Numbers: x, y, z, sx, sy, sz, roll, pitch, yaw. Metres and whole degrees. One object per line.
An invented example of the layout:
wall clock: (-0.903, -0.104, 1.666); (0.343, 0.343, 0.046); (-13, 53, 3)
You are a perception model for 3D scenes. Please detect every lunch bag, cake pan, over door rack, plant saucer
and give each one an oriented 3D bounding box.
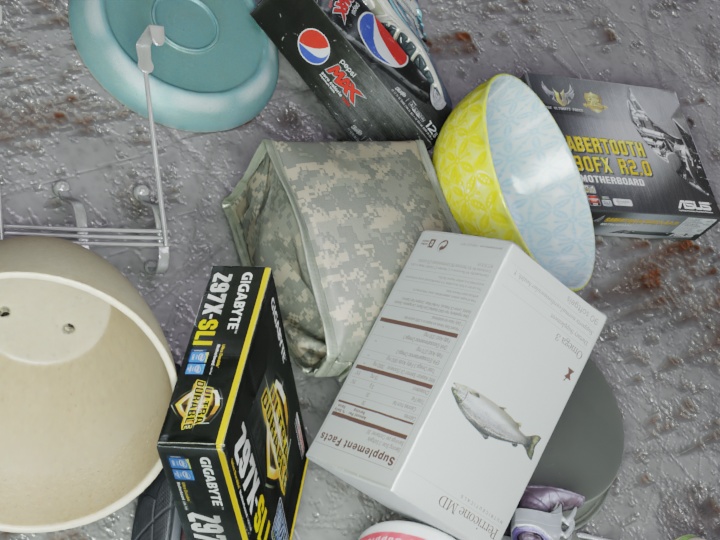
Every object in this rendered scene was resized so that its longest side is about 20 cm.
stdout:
lunch bag: (0.000, 0.000, 1.187); (0.163, 0.118, 0.201); (-4, 59, -33)
cake pan: (0.145, 0.127, 1.246); (0.199, 0.037, 0.201); (15, 55, -22)
over door rack: (-0.226, -0.096, 1.134); (0.147, 0.067, 0.201); (1, 82, -30)
plant saucer: (-0.158, -0.214, 1.286); (0.199, 0.027, 0.201); (16, 54, -23)

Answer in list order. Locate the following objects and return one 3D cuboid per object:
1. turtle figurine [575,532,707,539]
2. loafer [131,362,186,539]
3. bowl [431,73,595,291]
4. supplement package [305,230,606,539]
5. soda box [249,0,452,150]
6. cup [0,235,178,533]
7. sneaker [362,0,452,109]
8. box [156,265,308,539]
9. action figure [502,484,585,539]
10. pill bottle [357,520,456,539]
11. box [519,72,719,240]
turtle figurine: (0.266, 0.298, 1.188); (0.194, 0.200, 0.144); (48, 23, -22)
loafer: (-0.124, 0.159, 1.046); (0.063, 0.072, 0.201); (16, 52, -28)
bowl: (0.116, -0.061, 1.285); (0.200, 0.107, 0.201); (37, 42, -43)
supplement package: (0.072, 0.087, 1.083); (0.117, 0.117, 0.201); (35, 76, -32)
soda box: (-0.005, -0.184, 1.314); (0.200, 0.071, 0.063); (50, 39, -3)
cup: (-0.223, 0.055, 0.990); (0.199, 0.201, 0.143); (20, 25, -19)
sneaker: (0.036, -0.226, 1.378); (0.086, 0.078, 0.201); (-23, 75, -42)
box: (-0.082, 0.123, 1.003); (0.049, 0.201, 0.160); (2, 44, 12)
action figure: (0.124, 0.259, 1.099); (0.069, 0.130, 0.201); (16, 45, -4)
pill bottle: (0.013, 0.285, 1.020); (0.109, 0.109, 0.200); (35, 49, -7)
box: (0.253, -0.112, 1.453); (0.199, 0.048, 0.159); (3, 61, -30)
